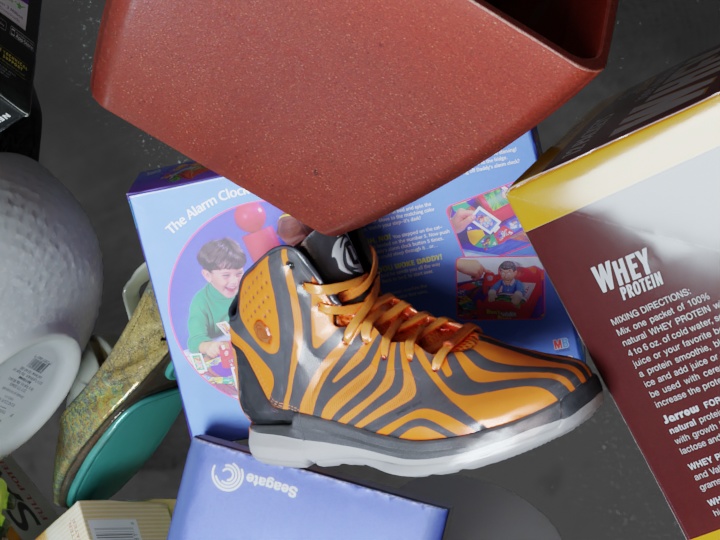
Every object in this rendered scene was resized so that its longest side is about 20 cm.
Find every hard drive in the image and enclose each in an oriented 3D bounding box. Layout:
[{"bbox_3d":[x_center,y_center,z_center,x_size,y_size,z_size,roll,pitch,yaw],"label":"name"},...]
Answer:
[{"bbox_3d":[-0.043,0.194,1.213,0.131,0.025,0.201,15,92,12],"label":"hard drive"}]

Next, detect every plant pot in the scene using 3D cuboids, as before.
[{"bbox_3d":[-0.010,-0.137,1.110,0.199,0.200,0.176,29,131,-12],"label":"plant pot"}]

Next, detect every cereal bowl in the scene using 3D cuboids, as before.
[{"bbox_3d":[-0.203,0.042,1.266,0.083,0.200,0.201,43,122,21],"label":"cereal bowl"}]

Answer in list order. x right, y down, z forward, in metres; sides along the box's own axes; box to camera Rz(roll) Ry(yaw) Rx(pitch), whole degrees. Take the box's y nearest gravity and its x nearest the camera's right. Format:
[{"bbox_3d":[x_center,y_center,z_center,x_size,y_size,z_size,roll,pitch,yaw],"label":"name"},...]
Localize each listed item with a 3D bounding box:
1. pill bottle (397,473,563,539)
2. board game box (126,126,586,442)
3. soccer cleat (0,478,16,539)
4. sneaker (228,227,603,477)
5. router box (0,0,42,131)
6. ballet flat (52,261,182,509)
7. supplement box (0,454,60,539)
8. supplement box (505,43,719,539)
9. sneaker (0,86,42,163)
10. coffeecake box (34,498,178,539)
[{"bbox_3d":[0.031,0.213,1.292,0.116,0.116,0.201,25,118,14],"label":"pill bottle"},{"bbox_3d":[0.000,0.000,1.227,0.199,0.045,0.135,-11,106,8],"label":"board game box"},{"bbox_3d":[-0.243,0.159,1.316,0.083,0.065,0.200,28,139,-13],"label":"soccer cleat"},{"bbox_3d":[0.013,0.030,1.140,0.199,0.077,0.113,-5,105,36],"label":"sneaker"},{"bbox_3d":[-0.248,-0.109,1.277,0.199,0.150,0.051,-24,138,31],"label":"router box"},{"bbox_3d":[-0.114,0.044,1.327,0.071,0.071,0.200,41,121,5],"label":"ballet flat"},{"bbox_3d":[-0.286,0.155,1.440,0.200,0.074,0.126,-36,93,31],"label":"supplement box"},{"bbox_3d":[0.209,-0.006,1.113,0.197,0.133,0.201,-25,99,31],"label":"supplement box"},{"bbox_3d":[-0.220,-0.040,1.350,0.083,0.071,0.201,39,124,35],"label":"sneaker"},{"bbox_3d":[-0.157,0.237,1.353,0.200,0.073,0.154,-42,58,38],"label":"coffeecake box"}]
